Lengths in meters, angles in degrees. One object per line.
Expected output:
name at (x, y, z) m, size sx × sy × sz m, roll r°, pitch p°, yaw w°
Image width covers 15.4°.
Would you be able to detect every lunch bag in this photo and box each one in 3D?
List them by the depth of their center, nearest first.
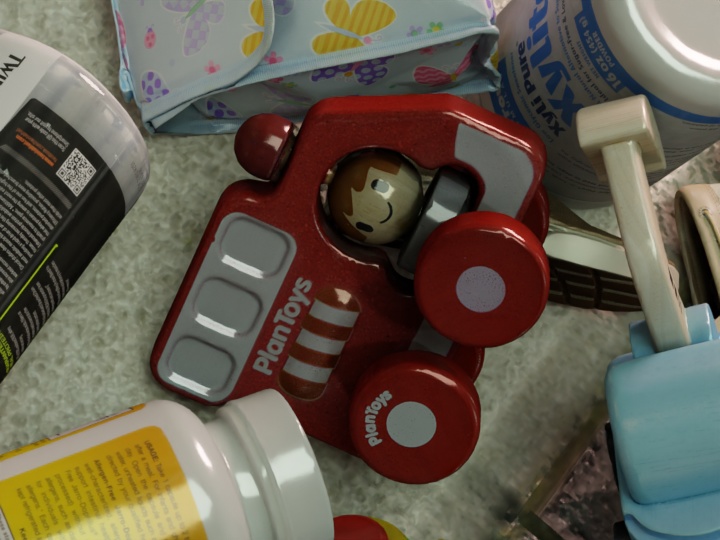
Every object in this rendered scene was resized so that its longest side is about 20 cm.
lunch bag at (-0.036, -0.167, 1.390) m, size 0.199 × 0.127 × 0.170 m, roll -9°, pitch 76°, yaw 3°

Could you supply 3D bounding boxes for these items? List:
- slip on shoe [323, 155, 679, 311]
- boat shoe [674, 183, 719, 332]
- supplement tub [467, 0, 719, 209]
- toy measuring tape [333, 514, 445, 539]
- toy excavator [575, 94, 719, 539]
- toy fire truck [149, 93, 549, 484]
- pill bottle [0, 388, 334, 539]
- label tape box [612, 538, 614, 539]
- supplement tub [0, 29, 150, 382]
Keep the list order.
slip on shoe at (0.080, -0.030, 1.428) m, size 0.199 × 0.076 × 0.061 m, roll 15°, pitch 71°, yaw -7°
boat shoe at (0.205, 0.047, 1.453) m, size 0.065 × 0.072 × 0.201 m, roll 1°, pitch 72°, yaw -10°
supplement tub at (0.148, -0.119, 1.405) m, size 0.131 × 0.200 × 0.132 m, roll 6°, pitch 73°, yaw -18°
toy measuring tape at (-0.040, 0.166, 1.342) m, size 0.199 × 0.074 × 0.074 m, roll -12°, pitch 79°, yaw -4°
toy excavator at (0.156, 0.040, 1.309) m, size 0.100 × 0.200 × 0.195 m, roll -12°, pitch 47°, yaw 11°
toy fire truck at (0.000, 0.000, 1.334) m, size 0.167 × 0.112 × 0.200 m, roll 22°, pitch 113°, yaw -6°
pill bottle at (-0.120, 0.129, 1.275) m, size 0.199 × 0.113 × 0.113 m, roll -20°, pitch 82°, yaw -15°
label tape box at (0.189, 0.241, 1.369) m, size 0.200 × 0.066 × 0.143 m, roll 37°, pitch 46°, yaw -4°
supplement tub at (-0.202, -0.010, 1.292) m, size 0.122 × 0.123 × 0.200 m, roll 37°, pitch 66°, yaw -6°
